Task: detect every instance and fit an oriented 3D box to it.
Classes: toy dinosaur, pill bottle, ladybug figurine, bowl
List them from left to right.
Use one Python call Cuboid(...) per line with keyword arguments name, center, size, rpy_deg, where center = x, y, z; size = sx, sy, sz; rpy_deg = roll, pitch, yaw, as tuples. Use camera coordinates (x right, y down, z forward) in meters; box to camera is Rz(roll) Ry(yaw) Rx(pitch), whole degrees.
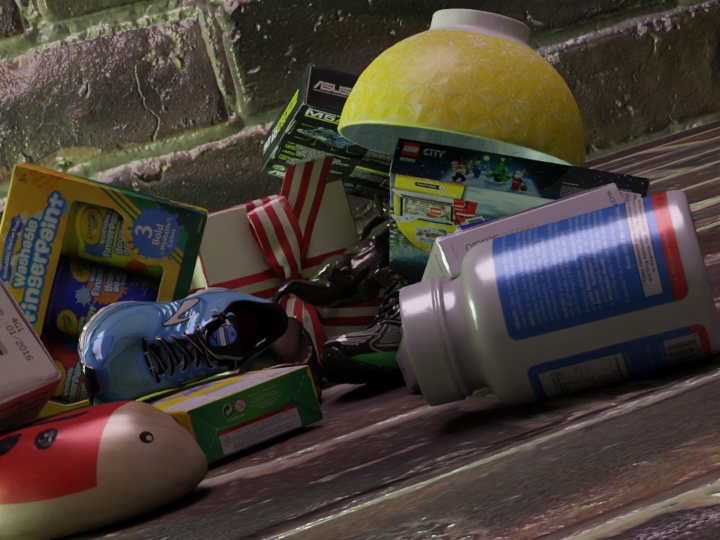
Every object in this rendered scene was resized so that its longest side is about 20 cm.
Cuboid(name="ladybug figurine", center=(-0.200, 0.137, 1.374), size=(0.199, 0.073, 0.136), rpy_deg=(-15, 5, 22))
Cuboid(name="toy dinosaur", center=(0.000, 0.000, 1.745), size=(0.200, 0.077, 0.102), rpy_deg=(-43, 4, -24))
Cuboid(name="bowl", center=(0.088, -0.145, 1.588), size=(0.198, 0.109, 0.200), rpy_deg=(10, -4, 1))
Cuboid(name="pill bottle", center=(0.131, 0.024, 1.319), size=(0.198, 0.113, 0.112), rpy_deg=(-14, 4, 10))

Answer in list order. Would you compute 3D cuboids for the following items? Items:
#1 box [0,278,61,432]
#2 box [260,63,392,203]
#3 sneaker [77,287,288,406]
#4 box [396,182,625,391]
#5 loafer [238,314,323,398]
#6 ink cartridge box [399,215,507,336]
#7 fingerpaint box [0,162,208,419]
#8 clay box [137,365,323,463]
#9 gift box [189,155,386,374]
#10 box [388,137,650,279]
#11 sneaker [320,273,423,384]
Cuboid(name="box", center=(-0.322, 0.107, 1.444), size=(0.127, 0.109, 0.200), rpy_deg=(-21, -22, -43))
Cuboid(name="box", center=(0.022, -0.116, 1.855), size=(0.198, 0.048, 0.193), rpy_deg=(13, -21, -10))
Cuboid(name="sneaker", center=(-0.136, 0.052, 1.572), size=(0.089, 0.079, 0.199), rpy_deg=(-6, 12, 43))
Cuboid(name="box", center=(0.108, 0.015, 1.473), size=(0.143, 0.037, 0.200), rpy_deg=(-17, -22, -16))
Cuboid(name="loafer", center=(-0.074, 0.077, 1.682), size=(0.072, 0.072, 0.200), rpy_deg=(-16, 4, 1))
Cuboid(name="ink cartridge box", center=(0.104, 0.002, 1.533), size=(0.099, 0.039, 0.200), rpy_deg=(-12, -25, -25))
Cuboid(name="fingerpaint box", center=(-0.229, 0.027, 1.678), size=(0.165, 0.202, 0.073), rpy_deg=(15, 3, -5))
Cuboid(name="clay box", center=(-0.130, 0.116, 1.553), size=(0.114, 0.048, 0.199), rpy_deg=(-19, 4, -33))
Cuboid(name="gift box", center=(-0.080, 0.007, 1.874), size=(0.199, 0.186, 0.186), rpy_deg=(-22, 4, -23))
Cuboid(name="box", center=(0.122, -0.034, 1.584), size=(0.198, 0.038, 0.137), rpy_deg=(10, -34, 7))
Cuboid(name="sneaker", center=(0.033, 0.041, 1.657), size=(0.078, 0.086, 0.199), rpy_deg=(-12, 6, 40))
